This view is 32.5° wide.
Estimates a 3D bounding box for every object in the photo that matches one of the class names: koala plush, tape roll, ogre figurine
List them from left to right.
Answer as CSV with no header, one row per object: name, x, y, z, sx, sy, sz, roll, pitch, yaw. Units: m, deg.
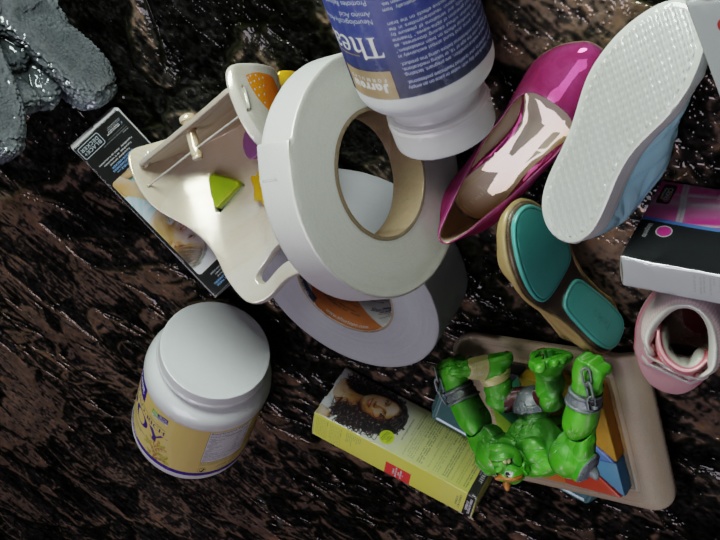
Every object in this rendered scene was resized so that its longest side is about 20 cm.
koala plush,-0.379,-0.187,1.217,0.200,0.177,0.184,-24,103,50
tape roll,0.000,0.000,1.189,0.200,0.066,0.200,23,142,19
tape roll,0.004,-0.076,0.987,0.037,0.203,0.203,-5,128,43
ogre figurine,0.154,0.134,1.136,0.200,0.098,0.120,-11,97,31

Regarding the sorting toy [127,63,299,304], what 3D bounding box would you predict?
sorting toy,-0.097,-0.066,1.100,0.200,0.107,0.180,-26,82,51

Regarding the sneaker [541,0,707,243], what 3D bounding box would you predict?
sneaker,0.204,-0.111,0.909,0.074,0.082,0.200,46,128,24

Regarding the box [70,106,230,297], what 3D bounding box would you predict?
box,-0.198,-0.070,1.236,0.200,0.060,0.117,48,175,-14

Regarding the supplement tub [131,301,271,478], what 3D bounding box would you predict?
supplement tub,-0.183,0.139,1.426,0.145,0.145,0.200,32,144,5

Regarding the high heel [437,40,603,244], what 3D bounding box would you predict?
high heel,0.121,-0.095,0.958,0.067,0.096,0.200,40,144,-5

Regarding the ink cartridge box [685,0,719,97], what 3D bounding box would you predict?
ink cartridge box,0.314,-0.120,0.784,0.146,0.083,0.200,-1,131,40

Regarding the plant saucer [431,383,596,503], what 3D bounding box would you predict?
plant saucer,0.165,0.180,1.296,0.200,0.019,0.070,29,143,12

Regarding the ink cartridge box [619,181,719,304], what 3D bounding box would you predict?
ink cartridge box,0.301,-0.011,0.906,0.200,0.095,0.037,14,138,28

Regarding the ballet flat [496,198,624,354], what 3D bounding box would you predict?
ballet flat,0.155,0.008,1.050,0.063,0.069,0.200,16,155,48

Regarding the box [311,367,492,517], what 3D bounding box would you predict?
box,0.050,0.187,1.350,0.200,0.075,0.050,26,143,12

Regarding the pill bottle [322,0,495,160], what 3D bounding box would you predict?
pill bottle,0.036,-0.186,0.914,0.111,0.111,0.200,6,134,34

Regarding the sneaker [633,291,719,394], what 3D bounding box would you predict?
sneaker,0.259,0.060,1.014,0.075,0.105,0.200,23,143,14

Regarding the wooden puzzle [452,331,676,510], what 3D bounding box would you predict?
wooden puzzle,0.195,0.150,1.202,0.200,0.037,0.185,3,124,36
